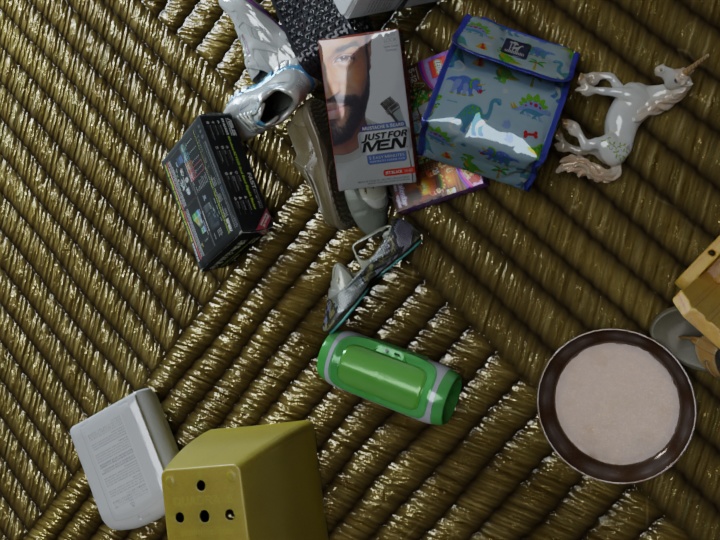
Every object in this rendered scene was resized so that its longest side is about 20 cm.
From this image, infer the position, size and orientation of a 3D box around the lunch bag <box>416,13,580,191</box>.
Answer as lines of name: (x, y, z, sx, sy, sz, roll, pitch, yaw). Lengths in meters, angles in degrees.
lunch bag: (0.185, -0.233, 1.088, 0.169, 0.128, 0.201, 21, 72, 6)

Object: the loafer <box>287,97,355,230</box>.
loafer: (-0.055, -0.154, 1.230, 0.067, 0.076, 0.201, -17, 86, 43)

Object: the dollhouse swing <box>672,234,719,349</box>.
dollhouse swing: (0.484, 0.029, 0.936, 0.200, 0.176, 0.182, 45, 104, 19)

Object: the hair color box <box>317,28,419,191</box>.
hair color box: (0.013, -0.216, 1.107, 0.110, 0.064, 0.202, -6, 104, 9)

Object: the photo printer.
photo printer: (-0.376, 0.318, 1.353, 0.166, 0.069, 0.201, -30, 78, 19)

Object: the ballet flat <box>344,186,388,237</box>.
ballet flat: (0.005, -0.148, 1.191, 0.064, 0.067, 0.201, -18, 87, 56)

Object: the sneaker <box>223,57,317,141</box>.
sneaker: (-0.152, -0.241, 1.236, 0.075, 0.087, 0.199, 40, 134, -23)

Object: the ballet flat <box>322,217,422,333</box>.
ballet flat: (0.000, 0.000, 1.187, 0.200, 0.072, 0.072, -46, 72, 0)

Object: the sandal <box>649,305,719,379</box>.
sandal: (0.455, 0.109, 1.014, 0.200, 0.054, 0.081, 36, 102, 20)

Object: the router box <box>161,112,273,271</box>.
router box: (-0.225, -0.120, 1.272, 0.150, 0.062, 0.201, -33, 75, 47)

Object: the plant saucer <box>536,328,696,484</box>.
plant saucer: (0.333, 0.175, 1.073, 0.199, 0.034, 0.202, 0, 89, 23)

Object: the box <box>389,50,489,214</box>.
box: (0.093, -0.197, 1.183, 0.136, 0.039, 0.201, -17, 82, 21)

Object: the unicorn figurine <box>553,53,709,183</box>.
unicorn figurine: (0.340, -0.208, 1.068, 0.137, 0.074, 0.201, 23, 112, 10)

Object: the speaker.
speaker: (0.040, 0.151, 1.173, 0.199, 0.088, 0.089, 19, 96, 22)

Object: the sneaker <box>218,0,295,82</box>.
sneaker: (-0.164, -0.357, 1.277, 0.200, 0.075, 0.100, 45, 104, 17)

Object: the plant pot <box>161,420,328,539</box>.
plant pot: (-0.183, 0.343, 1.214, 0.199, 0.176, 0.202, -10, 86, 23)

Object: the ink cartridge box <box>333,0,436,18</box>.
ink cartridge box: (0.044, -0.443, 1.124, 0.146, 0.199, 0.084, 64, 153, 11)

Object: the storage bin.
storage bin: (-0.057, -0.383, 1.199, 0.093, 0.135, 0.201, -26, 79, 20)
